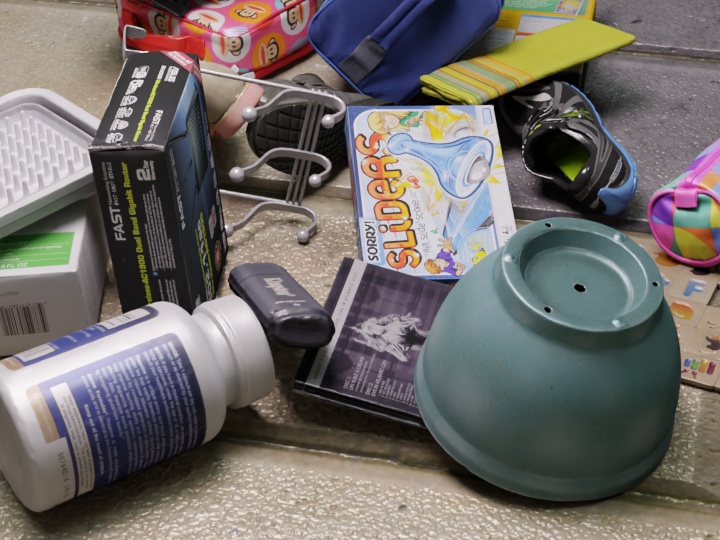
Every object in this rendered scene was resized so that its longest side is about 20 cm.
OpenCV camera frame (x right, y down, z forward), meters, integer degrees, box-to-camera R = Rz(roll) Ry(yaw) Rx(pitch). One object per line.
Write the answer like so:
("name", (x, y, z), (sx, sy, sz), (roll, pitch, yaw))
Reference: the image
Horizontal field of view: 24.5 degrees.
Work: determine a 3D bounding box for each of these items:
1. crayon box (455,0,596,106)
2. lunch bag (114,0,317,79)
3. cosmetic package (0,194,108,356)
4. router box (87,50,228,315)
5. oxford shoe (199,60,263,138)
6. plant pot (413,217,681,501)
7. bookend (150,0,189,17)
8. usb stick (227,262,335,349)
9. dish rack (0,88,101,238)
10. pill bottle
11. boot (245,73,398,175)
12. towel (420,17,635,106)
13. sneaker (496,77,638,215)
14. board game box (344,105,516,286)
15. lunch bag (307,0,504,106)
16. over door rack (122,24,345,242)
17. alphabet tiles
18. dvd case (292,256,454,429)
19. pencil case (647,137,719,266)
("crayon box", (0.174, -0.235, 1.705), (0.125, 0.052, 0.200), (6, 37, 10))
("lunch bag", (-0.158, -0.266, 1.733), (0.200, 0.082, 0.176), (27, 45, 33))
("cosmetic package", (-0.271, -0.021, 1.393), (0.107, 0.085, 0.200), (-6, 36, 0))
("router box", (-0.157, -0.054, 1.332), (0.062, 0.201, 0.150), (-1, 36, 8))
("oxford shoe", (-0.149, -0.163, 1.529), (0.071, 0.074, 0.200), (-58, 17, -13))
("plant pot", (0.148, 0.048, 1.211), (0.199, 0.135, 0.201), (6, 42, -6))
("bookend", (-0.143, -0.329, 1.661), (0.198, 0.200, 0.092), (28, 20, -40))
("usb stick", (-0.064, 0.025, 1.304), (0.055, 0.033, 0.200), (6, 10, -14))
("dish rack", (-0.304, -0.075, 1.364), (0.200, 0.044, 0.171), (-31, 41, -29))
("pill bottle", (-0.168, 0.089, 1.213), (0.199, 0.111, 0.111), (-21, 40, -26))
("boot", (-0.068, -0.143, 1.560), (0.130, 0.068, 0.200), (23, 22, 34))
("towel", (0.160, -0.197, 1.585), (0.199, 0.018, 0.086), (-23, 33, -24))
("sneaker", (0.179, -0.125, 1.519), (0.082, 0.071, 0.200), (17, 25, -35))
("board game box", (0.060, -0.060, 1.430), (0.135, 0.035, 0.201), (-2, 51, -7))
("lunch bag", (0.053, -0.262, 1.611), (0.136, 0.200, 0.133), (40, 30, -15))
("over door rack", (-0.124, -0.107, 1.422), (0.199, 0.148, 0.067), (18, 44, 2))
("alphabet tiles", (0.249, 0.031, 1.371), (0.199, 0.008, 0.167), (14, 39, 21))
("dvd case", (0.062, 0.066, 1.285), (0.199, 0.016, 0.149), (16, 43, 5))
("pencil case", (0.327, -0.081, 1.455), (0.088, 0.089, 0.200), (19, 39, 26))
